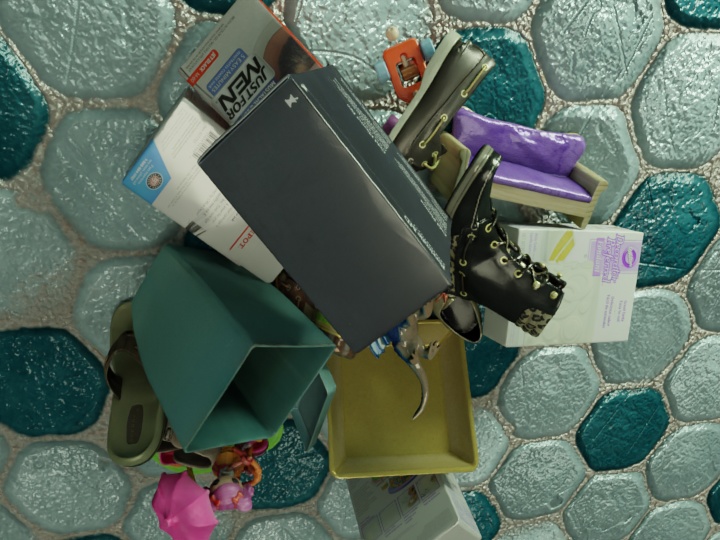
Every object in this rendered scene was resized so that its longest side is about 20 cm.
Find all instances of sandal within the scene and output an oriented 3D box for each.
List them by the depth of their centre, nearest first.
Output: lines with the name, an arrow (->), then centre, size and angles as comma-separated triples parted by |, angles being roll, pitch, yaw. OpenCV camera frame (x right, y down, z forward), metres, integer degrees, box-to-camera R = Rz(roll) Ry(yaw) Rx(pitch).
sandal -> -0.260, 0.119, 0.730 | 0.078, 0.204, 0.058 | -14, 147, 1

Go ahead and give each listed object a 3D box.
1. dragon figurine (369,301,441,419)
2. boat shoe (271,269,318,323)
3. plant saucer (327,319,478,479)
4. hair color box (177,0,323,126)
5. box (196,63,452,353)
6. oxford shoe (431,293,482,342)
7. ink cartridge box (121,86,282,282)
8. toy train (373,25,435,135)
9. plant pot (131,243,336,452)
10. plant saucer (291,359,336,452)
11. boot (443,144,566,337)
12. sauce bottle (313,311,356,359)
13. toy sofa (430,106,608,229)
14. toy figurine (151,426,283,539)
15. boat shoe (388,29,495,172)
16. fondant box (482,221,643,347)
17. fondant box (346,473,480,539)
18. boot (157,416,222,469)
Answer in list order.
dragon figurine -> 0.046, 0.080, 0.810 | 0.058, 0.098, 0.204 | -24, 111, -36
boat shoe -> -0.082, 0.030, 0.789 | 0.070, 0.073, 0.203 | -2, 121, -10
plant saucer -> 0.048, 0.170, 0.844 | 0.196, 0.204, 0.049 | 1, 157, -12
hair color box -> -0.078, -0.175, 0.665 | 0.200, 0.064, 0.111 | 44, 101, -10
box -> -0.016, -0.066, 0.560 | 0.104, 0.182, 0.201 | -36, 100, 18
oxford shoe -> 0.098, 0.010, 0.808 | 0.070, 0.075, 0.200 | -41, 109, 7
ink cartridge box -> -0.149, -0.091, 0.716 | 0.199, 0.068, 0.116 | 37, 104, -24
toy train -> 0.009, -0.172, 0.723 | 0.197, 0.056, 0.152 | -26, 101, 8
plant pot -> -0.160, 0.069, 0.710 | 0.142, 0.200, 0.140 | -53, 151, 16
plant saucer -> -0.063, 0.165, 0.810 | 0.019, 0.071, 0.201 | -16, 151, -22
boot -> 0.159, -0.025, 0.684 | 0.152, 0.074, 0.206 | 28, 139, 13
sauce bottle -> 0.000, 0.000, 0.747 | 0.064, 0.065, 0.204 | 20, 87, -20
toy sofa -> 0.193, -0.124, 0.764 | 0.196, 0.083, 0.099 | 9, 115, -16
toy figurine -> -0.190, 0.265, 0.813 | 0.196, 0.185, 0.153 | 3, 115, -14
boat shoe -> 0.067, -0.144, 0.660 | 0.060, 0.072, 0.203 | 30, 100, 4
fondant box -> 0.260, 0.016, 0.810 | 0.196, 0.058, 0.148 | 0, 101, -23
fondant box -> 0.063, 0.318, 0.873 | 0.144, 0.201, 0.058 | -42, 121, 10
boot -> -0.180, 0.174, 0.788 | 0.196, 0.148, 0.071 | 7, 132, -9
